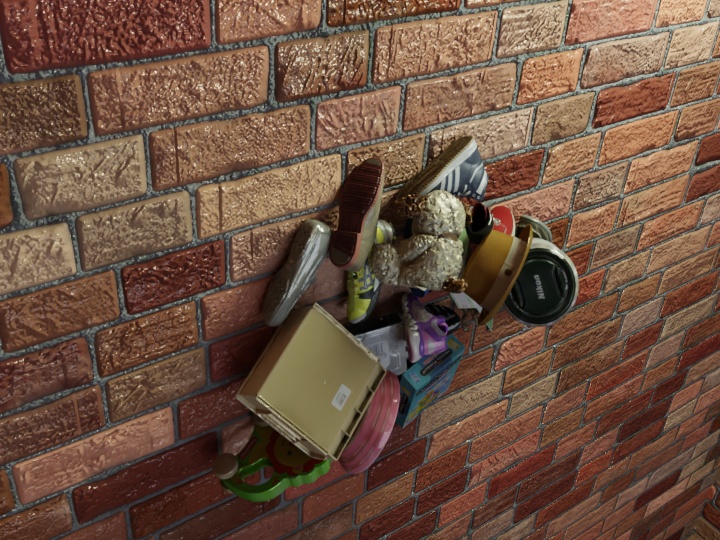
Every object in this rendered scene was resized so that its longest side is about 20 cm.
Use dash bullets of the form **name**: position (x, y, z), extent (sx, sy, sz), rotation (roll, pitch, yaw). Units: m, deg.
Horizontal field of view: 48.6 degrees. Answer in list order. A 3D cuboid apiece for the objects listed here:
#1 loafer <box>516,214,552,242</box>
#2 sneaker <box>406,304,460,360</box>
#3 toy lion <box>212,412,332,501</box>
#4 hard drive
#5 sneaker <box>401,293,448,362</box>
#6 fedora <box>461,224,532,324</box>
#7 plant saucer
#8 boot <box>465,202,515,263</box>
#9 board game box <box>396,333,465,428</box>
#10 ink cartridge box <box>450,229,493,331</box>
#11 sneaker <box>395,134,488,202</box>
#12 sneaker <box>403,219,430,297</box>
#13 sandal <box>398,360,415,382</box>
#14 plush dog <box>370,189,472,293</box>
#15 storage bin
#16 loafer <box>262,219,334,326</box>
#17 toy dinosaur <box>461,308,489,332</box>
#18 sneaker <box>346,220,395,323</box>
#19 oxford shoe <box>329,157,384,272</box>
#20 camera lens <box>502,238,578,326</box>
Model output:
- **loafer**: position (0.381, -0.041, 1.766), extent (0.070, 0.074, 0.202), rotation (-51, 140, -22)
- **sneaker**: position (0.123, 0.137, 1.685), extent (0.196, 0.074, 0.081), rotation (-18, 133, -20)
- **toy lion**: position (-0.146, 0.343, 1.478), extent (0.201, 0.188, 0.070), rotation (-51, 143, -34)
- **hard drive**: position (-0.007, 0.169, 1.570), extent (0.195, 0.038, 0.142), rotation (-15, 129, -11)
- **sneaker**: position (0.127, 0.109, 1.569), extent (0.086, 0.201, 0.082), rotation (-9, 115, 0)
- **fedora**: position (0.236, -0.005, 1.436), extent (0.204, 0.080, 0.201), rotation (-63, 178, -4)
- **plant saucer**: position (0.003, 0.277, 1.506), extent (0.050, 0.201, 0.203), rotation (27, 101, -18)
- **boot**: position (0.255, -0.097, 1.561), extent (0.202, 0.071, 0.147), rotation (-60, 148, -42)
- **board game box**: position (0.143, 0.242, 1.724), extent (0.150, 0.047, 0.202), rotation (-36, 157, -25)
- **ink cartridge box**: position (0.231, 0.015, 1.647), extent (0.201, 0.047, 0.148), rotation (55, 40, -48)
- **sneaker**: position (0.160, -0.150, 1.493), extent (0.199, 0.070, 0.110), rotation (-42, 119, -14)
- **sneaker**: position (0.133, -0.047, 1.569), extent (0.077, 0.069, 0.204), rotation (-32, 136, -37)
- **sandal**: position (0.124, 0.183, 1.732), extent (0.201, 0.045, 0.076), rotation (-49, 161, -19)
- **plush dog**: position (0.132, -0.055, 1.419), extent (0.196, 0.159, 0.177), rotation (4, 93, -39)
- **storage bin**: position (-0.082, 0.198, 1.417), extent (0.198, 0.093, 0.202), rotation (41, 65, -19)
- **loafer**: position (-0.105, 0.011, 1.394), extent (0.069, 0.070, 0.203), rotation (23, 102, -38)
- **toy dinosaur**: position (0.235, 0.076, 1.722), extent (0.057, 0.104, 0.199), rotation (-20, 156, 28)
- **sneaker**: position (0.000, 0.000, 1.486), extent (0.075, 0.075, 0.205), rotation (6, 106, -30)
- **oxford shoe**: position (0.002, -0.096, 1.401), extent (0.074, 0.069, 0.204), rotation (28, 81, -59)
- **camera lens**: position (0.353, 0.020, 1.623), extent (0.162, 0.158, 0.200), rotation (-58, 178, 10)
